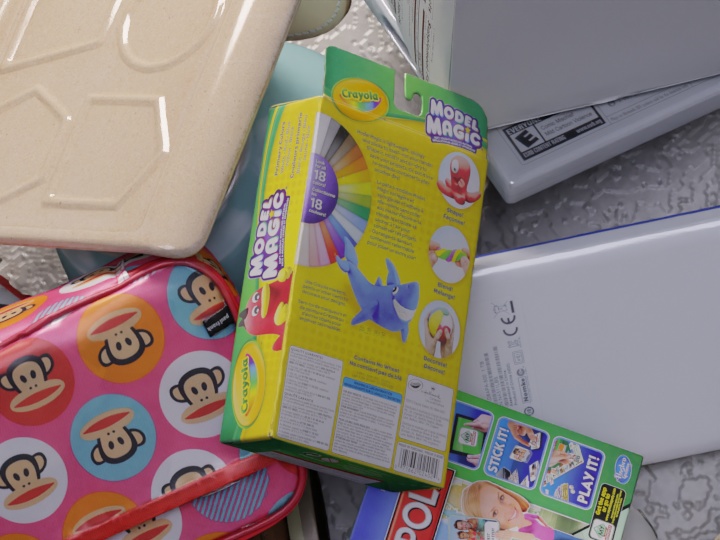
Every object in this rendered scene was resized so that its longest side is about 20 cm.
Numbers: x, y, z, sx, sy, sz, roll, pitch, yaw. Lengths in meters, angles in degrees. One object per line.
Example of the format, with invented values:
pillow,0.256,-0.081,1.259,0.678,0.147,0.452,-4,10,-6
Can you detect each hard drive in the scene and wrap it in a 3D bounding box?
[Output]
hard drive,0.123,0.045,1.584,0.198,0.025,0.133,-12,112,1

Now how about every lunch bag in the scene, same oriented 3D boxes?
lunch bag,-0.132,0.095,1.500,0.199,0.082,0.177,-25,105,-1

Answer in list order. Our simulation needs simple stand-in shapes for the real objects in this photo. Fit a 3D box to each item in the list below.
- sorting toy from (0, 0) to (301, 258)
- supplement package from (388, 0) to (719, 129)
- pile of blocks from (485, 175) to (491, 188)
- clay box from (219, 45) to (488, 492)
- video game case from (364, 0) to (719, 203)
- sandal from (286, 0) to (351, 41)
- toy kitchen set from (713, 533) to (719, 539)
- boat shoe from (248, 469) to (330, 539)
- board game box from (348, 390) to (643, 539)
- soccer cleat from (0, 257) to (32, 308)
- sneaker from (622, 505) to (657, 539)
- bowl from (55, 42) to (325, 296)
sorting toy,-0.133,-0.091,1.533,0.199,0.036,0.186,6,65,33
supplement package,0.103,-0.208,1.559,0.190,0.147,0.201,-14,57,-11
pile of blocks,0.027,-0.040,1.610,0.062,0.082,0.201,30,81,-3
clay box,0.000,0.000,1.485,0.114,0.047,0.201,19,72,-36
video game case,0.118,-0.143,1.619,0.199,0.023,0.183,-25,61,-17
sandal,-0.114,-0.158,1.646,0.210,0.078,0.070,21,45,14
toy kitchen set,0.226,0.222,1.509,0.180,0.201,0.163,39,41,11
boat shoe,-0.044,0.202,1.575,0.067,0.072,0.201,-10,67,6
board game box,0.056,0.159,1.506,0.134,0.029,0.201,20,56,-1
soccer cleat,-0.207,0.039,1.604,0.199,0.069,0.085,30,68,21
sneaker,0.063,0.165,1.566,0.199,0.074,0.089,-16,61,-22
bowl,-0.091,-0.046,1.583,0.199,0.105,0.202,-8,71,23
